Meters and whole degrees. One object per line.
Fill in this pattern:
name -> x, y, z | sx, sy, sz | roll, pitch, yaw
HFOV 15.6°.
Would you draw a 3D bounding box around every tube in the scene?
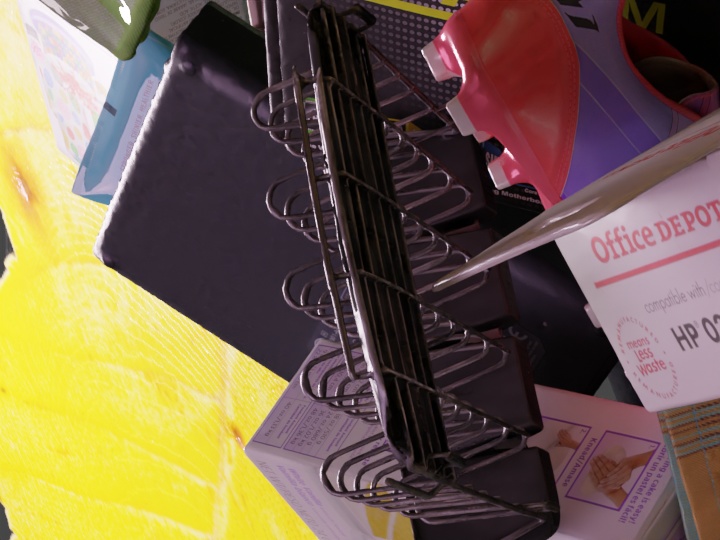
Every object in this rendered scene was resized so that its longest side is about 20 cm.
tube -> -0.017, -0.027, 1.053 | 0.199, 0.050, 0.078 | 24, 103, 9

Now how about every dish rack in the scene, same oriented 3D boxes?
dish rack -> 0.010, 0.009, 0.788 | 0.200, 0.054, 0.154 | 33, -137, -70

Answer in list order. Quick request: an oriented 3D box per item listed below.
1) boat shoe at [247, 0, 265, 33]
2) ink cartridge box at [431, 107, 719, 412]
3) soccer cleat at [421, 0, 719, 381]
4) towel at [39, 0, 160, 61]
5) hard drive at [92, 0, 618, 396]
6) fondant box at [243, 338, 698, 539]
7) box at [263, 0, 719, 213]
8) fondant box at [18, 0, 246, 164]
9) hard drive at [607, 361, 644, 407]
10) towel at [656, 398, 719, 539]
boat shoe -> 0.004, -0.078, 1.090 | 0.065, 0.073, 0.201 | -78, -29, -73
ink cartridge box -> 0.130, -0.023, 0.709 | 0.068, 0.199, 0.115 | 61, 158, -2
soccer cleat -> 0.093, -0.024, 0.826 | 0.200, 0.076, 0.067 | 50, -165, -40
towel -> -0.146, -0.158, 0.890 | 0.200, 0.031, 0.149 | 38, 160, 1
hard drive -> 0.000, 0.000, 1.007 | 0.199, 0.033, 0.140 | 32, 139, 3
fondant box -> 0.070, 0.104, 0.949 | 0.199, 0.058, 0.144 | 9, 145, 48
box -> 0.065, -0.096, 0.839 | 0.199, 0.048, 0.194 | 15, 144, 12
fondant box -> -0.112, -0.120, 1.287 | 0.144, 0.058, 0.201 | 38, 148, 44
hard drive -> 0.162, 0.070, 0.961 | 0.200, 0.042, 0.136 | 12, 128, 62
towel -> 0.177, 0.079, 0.834 | 0.022, 0.146, 0.201 | -91, -16, -66
